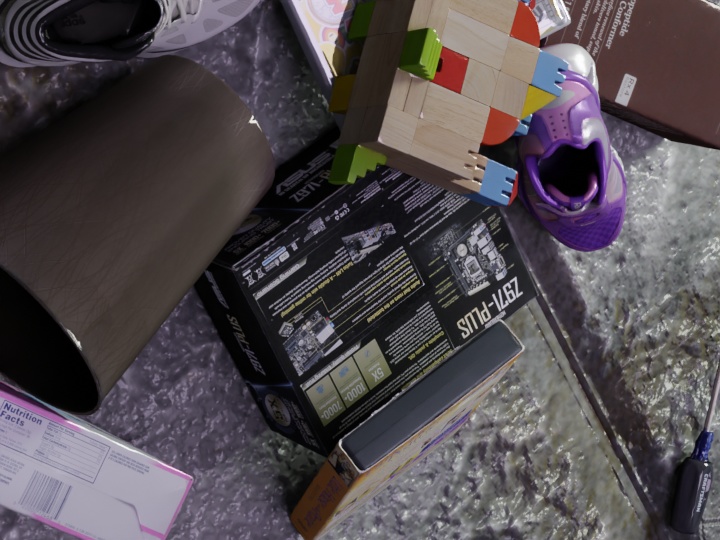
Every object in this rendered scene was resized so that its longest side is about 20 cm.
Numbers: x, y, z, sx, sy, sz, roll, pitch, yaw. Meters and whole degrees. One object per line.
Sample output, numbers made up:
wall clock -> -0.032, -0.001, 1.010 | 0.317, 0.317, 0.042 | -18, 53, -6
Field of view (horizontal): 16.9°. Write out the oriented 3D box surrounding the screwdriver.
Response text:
screwdriver -> 0.279, 0.111, 1.900 | 0.029, 0.028, 0.201 | 16, 96, -5

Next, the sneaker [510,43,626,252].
sneaker -> 0.148, -0.066, 1.706 | 0.080, 0.089, 0.200 | -17, 143, 5

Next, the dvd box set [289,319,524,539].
dvd box set -> 0.028, 0.113, 1.653 | 0.146, 0.200, 0.029 | -37, 81, -20

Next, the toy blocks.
toy blocks -> 0.072, -0.132, 1.591 | 0.136, 0.100, 0.201 | 20, 80, -30

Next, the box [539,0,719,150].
box -> 0.194, -0.164, 1.759 | 0.200, 0.075, 0.100 | 18, 91, -36

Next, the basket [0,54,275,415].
basket -> -0.159, -0.032, 1.519 | 0.200, 0.180, 0.136 | -43, 151, -26

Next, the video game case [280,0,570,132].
video game case -> 0.026, -0.219, 1.626 | 0.182, 0.023, 0.200 | -28, 100, -17

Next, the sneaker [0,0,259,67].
sneaker -> -0.128, -0.161, 1.525 | 0.200, 0.115, 0.076 | -17, 110, -29

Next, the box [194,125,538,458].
box -> 0.000, 0.000, 1.662 | 0.200, 0.086, 0.164 | -38, 118, -20

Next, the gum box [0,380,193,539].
gum box -> -0.220, 0.111, 1.529 | 0.200, 0.113, 0.066 | 29, 85, -34
